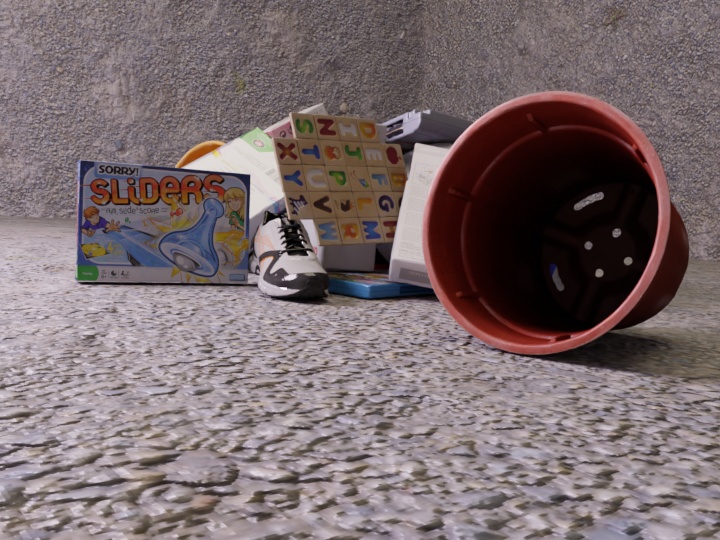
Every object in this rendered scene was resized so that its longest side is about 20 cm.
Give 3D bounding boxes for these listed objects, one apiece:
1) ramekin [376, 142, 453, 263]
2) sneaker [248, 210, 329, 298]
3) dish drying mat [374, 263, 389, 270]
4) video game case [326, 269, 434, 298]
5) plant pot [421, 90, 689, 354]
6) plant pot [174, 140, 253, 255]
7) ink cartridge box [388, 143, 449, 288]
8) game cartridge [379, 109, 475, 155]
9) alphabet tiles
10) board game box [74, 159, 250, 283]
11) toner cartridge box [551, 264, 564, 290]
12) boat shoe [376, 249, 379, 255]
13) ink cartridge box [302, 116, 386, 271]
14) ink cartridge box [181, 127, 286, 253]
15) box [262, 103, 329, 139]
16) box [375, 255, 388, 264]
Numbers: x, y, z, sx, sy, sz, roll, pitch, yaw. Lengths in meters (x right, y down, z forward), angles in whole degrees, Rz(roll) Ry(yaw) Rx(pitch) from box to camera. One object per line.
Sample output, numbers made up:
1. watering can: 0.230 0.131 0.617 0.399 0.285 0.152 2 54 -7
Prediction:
1. ramekin: 0.118 -0.086 1.020 0.198 0.202 0.098 4 47 8
2. sneaker: -0.088 -0.020 0.824 0.073 0.081 0.200 4 14 -25
3. dish drying mat: 0.000 0.000 1.076 0.198 0.018 0.077 1 6 -34
4. video game case: 0.030 0.015 0.925 0.142 0.018 0.199 9 7 44
5. plant pot: 0.188 -0.028 0.615 0.199 0.203 0.194 7 -1 37
6. plant pot: -0.230 -0.108 1.294 0.199 0.202 0.183 7 -10 37
7. ink cartridge box: 0.128 -0.063 0.882 0.159 0.201 0.050 11 -38 3
8. game cartridge: 0.077 -0.189 1.058 0.132 0.041 0.199 2 -7 -34
9. alphabet tiles: -0.015 -0.112 0.868 0.199 0.168 0.006 -5 -13 -39
10. board game box: -0.231 -0.054 0.839 0.198 0.137 0.034 1 2 -26
11. toner cartridge box: 0.277 -0.022 1.036 0.094 0.044 0.200 26 20 9
12. boat shoe: -0.037 -0.054 1.117 0.198 0.072 0.068 -14 -45 21
13. ink cartridge box: -0.031 -0.103 0.995 0.082 0.202 0.146 4 5 -19
14. ink cartridge box: -0.183 -0.115 1.084 0.145 0.088 0.200 38 49 16
15. box: -0.084 -0.169 1.220 0.108 0.201 0.128 -30 15 -16
16. box: 0.040 -0.048 1.312 0.198 0.080 0.141 1 7 -23
